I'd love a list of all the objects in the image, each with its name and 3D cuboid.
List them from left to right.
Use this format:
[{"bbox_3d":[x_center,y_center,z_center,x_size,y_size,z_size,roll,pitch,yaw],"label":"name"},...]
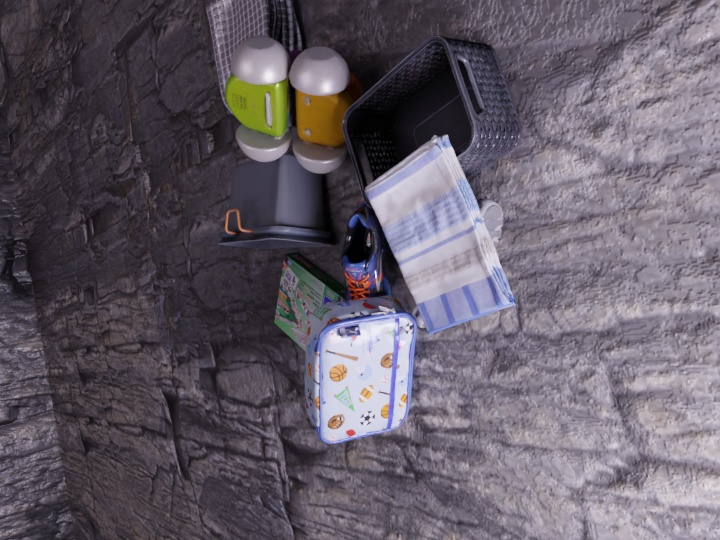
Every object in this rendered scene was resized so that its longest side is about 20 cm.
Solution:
[{"bbox_3d":[-0.171,-0.371,1.033,0.164,0.085,0.205,-10,89,49],"label":"towel"},{"bbox_3d":[-0.147,-0.109,1.025,0.198,0.144,0.138,-2,86,49],"label":"storage bin"},{"bbox_3d":[-0.089,-0.251,0.902,0.196,0.152,0.177,12,137,7],"label":"toy car"},{"bbox_3d":[-0.071,0.074,1.042,0.199,0.029,0.137,35,123,40],"label":"board game box"},{"bbox_3d":[0.000,0.000,0.894,0.074,0.078,0.205,6,103,26],"label":"sneaker"},{"bbox_3d":[0.004,0.133,0.872,0.076,0.157,0.204,-132,42,-58],"label":"lunch bag"},{"bbox_3d":[0.081,-0.173,0.772,0.199,0.093,0.138,-27,76,47],"label":"storage bin"},{"bbox_3d":[0.085,-0.034,0.723,0.146,0.024,0.203,-26,87,49],"label":"towel"},{"bbox_3d":[0.102,-0.017,0.788,0.082,0.074,0.201,52,133,26],"label":"sneaker"}]
